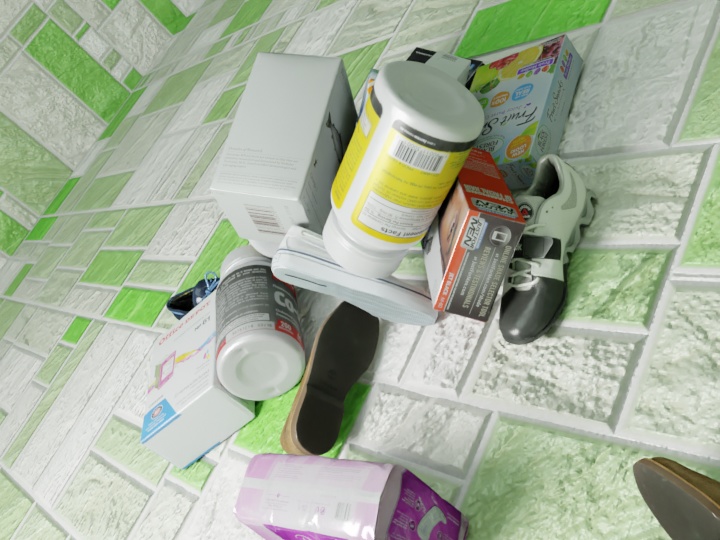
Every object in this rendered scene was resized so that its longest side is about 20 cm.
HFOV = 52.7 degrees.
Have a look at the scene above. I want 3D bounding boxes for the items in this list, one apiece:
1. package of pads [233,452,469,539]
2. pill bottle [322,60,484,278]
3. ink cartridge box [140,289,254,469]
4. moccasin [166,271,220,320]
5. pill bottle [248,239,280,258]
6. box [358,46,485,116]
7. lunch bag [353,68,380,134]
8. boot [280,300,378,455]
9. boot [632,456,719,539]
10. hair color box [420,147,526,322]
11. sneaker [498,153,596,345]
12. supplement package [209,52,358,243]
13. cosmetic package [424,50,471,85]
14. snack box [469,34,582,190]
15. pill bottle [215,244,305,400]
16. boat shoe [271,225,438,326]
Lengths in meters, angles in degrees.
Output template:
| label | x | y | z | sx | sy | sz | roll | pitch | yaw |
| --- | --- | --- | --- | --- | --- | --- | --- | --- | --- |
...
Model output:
| label | x | y | z | sx | sy | sz | roll | pitch | yaw |
| --- | --- | --- | --- | --- | --- | --- | --- | --- | --- |
| package of pads | -0.014 | 0.223 | 0.655 | 0.198 | 0.120 | 0.077 | -11 | 47 | 45 |
| pill bottle | 0.035 | -0.096 | 0.741 | 0.116 | 0.112 | 0.202 | -90 | 21 | -48 |
| ink cartridge box | -0.225 | 0.148 | 1.022 | 0.144 | 0.085 | 0.202 | -37 | 32 | 17 |
| moccasin | -0.239 | 0.051 | 1.147 | 0.198 | 0.068 | 0.082 | -25 | 51 | 38 |
| pill bottle | -0.116 | -0.111 | 1.051 | 0.111 | 0.112 | 0.201 | -39 | 29 | 13 |
| box | 0.093 | -0.249 | 1.091 | 0.158 | 0.050 | 0.200 | -49 | 33 | 0 |
| lunch bag | 0.020 | -0.151 | 0.941 | 0.160 | 0.074 | 0.205 | -67 | -9 | -82 |
| boot | -0.040 | 0.119 | 0.840 | 0.075 | 0.073 | 0.202 | -34 | 27 | 55 |
| boot | 0.262 | 0.168 | 0.449 | 0.075 | 0.075 | 0.199 | -35 | 33 | -17 |
| hair color box | 0.110 | -0.050 | 0.771 | 0.201 | 0.062 | 0.113 | -94 | 19 | -62 |
| sneaker | 0.171 | -0.027 | 0.731 | 0.073 | 0.088 | 0.203 | -4 | 54 | 46 |
| supplement package | -0.087 | -0.148 | 0.891 | 0.115 | 0.117 | 0.204 | 7 | 66 | 15 |
| cosmetic package | 0.079 | -0.166 | 0.880 | 0.201 | 0.051 | 0.153 | -57 | -16 | -58 |
| snack box | 0.188 | -0.189 | 0.911 | 0.141 | 0.053 | 0.203 | -10 | 49 | 47 |
| pill bottle | -0.138 | 0.062 | 0.974 | 0.113 | 0.114 | 0.202 | -36 | 37 | 17 |
| boat shoe | 0.000 | 0.000 | 0.819 | 0.074 | 0.196 | 0.068 | 118 | 171 | -68 |
